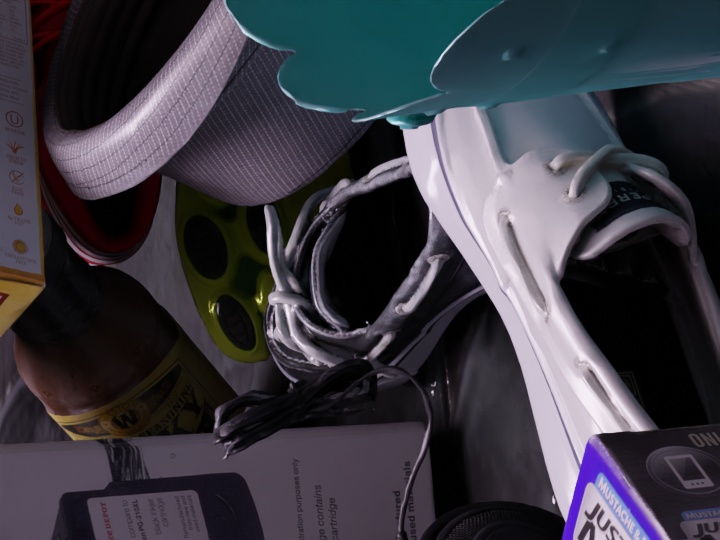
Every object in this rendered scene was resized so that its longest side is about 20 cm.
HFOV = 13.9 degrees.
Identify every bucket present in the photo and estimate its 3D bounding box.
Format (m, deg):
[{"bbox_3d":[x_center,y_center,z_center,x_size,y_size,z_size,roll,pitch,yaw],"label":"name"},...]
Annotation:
[{"bbox_3d":[0.053,-0.142,0.812,0.207,0.135,0.207,2,92,60],"label":"bucket"}]

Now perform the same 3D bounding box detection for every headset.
[{"bbox_3d":[0.024,0.123,0.993,0.200,0.094,0.124,67,152,16],"label":"headset"}]

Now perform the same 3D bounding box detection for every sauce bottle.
[{"bbox_3d":[-0.098,0.041,1.179,0.200,0.065,0.065,52,-167,-51],"label":"sauce bottle"}]

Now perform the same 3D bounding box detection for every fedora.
[{"bbox_3d":[-0.031,-0.103,1.058,0.177,0.090,0.200,-3,62,62],"label":"fedora"}]

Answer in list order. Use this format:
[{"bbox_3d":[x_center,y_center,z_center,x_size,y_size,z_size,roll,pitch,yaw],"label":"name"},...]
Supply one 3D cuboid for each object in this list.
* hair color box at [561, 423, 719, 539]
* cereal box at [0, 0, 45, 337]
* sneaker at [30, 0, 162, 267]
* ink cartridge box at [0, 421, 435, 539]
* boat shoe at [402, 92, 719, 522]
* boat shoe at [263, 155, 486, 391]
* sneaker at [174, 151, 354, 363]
[{"bbox_3d":[0.099,0.136,0.792,0.065,0.109,0.200,-124,37,-51],"label":"hair color box"},{"bbox_3d":[-0.169,-0.043,1.114,0.144,0.040,0.200,-46,41,42],"label":"cereal box"},{"bbox_3d":[-0.113,-0.099,1.168,0.116,0.078,0.200,178,72,-75],"label":"sneaker"},{"bbox_3d":[-0.087,0.109,1.103,0.145,0.200,0.084,148,119,-70],"label":"ink cartridge box"},{"bbox_3d":[0.071,-0.006,0.895,0.066,0.072,0.200,-51,48,53],"label":"boat shoe"},{"bbox_3d":[0.001,0.003,1.044,0.199,0.068,0.074,-24,78,60],"label":"boat shoe"},{"bbox_3d":[-0.045,-0.057,1.190,0.084,0.074,0.200,91,170,-71],"label":"sneaker"}]
